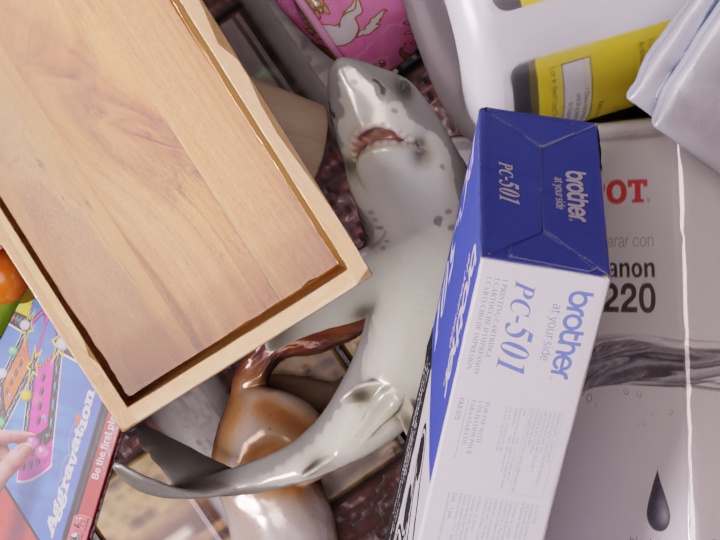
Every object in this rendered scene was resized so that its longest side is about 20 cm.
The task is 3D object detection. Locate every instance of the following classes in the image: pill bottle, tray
[{"bbox_3d":[0.117,-0.123,0.950,0.200,0.112,0.112,-17,91,-7],"label":"pill bottle"},{"bbox_3d":[-0.091,-0.058,0.889,0.099,0.037,0.200,-32,96,-4],"label":"tray"}]

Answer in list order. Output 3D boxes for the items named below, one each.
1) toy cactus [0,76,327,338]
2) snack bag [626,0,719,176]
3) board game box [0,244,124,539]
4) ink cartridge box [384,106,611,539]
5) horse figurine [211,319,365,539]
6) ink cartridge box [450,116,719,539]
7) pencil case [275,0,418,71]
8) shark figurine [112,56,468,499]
[{"bbox_3d":[-0.097,-0.058,0.961,0.165,0.102,0.200,12,89,-16],"label":"toy cactus"},{"bbox_3d":[0.204,-0.093,0.921,0.189,0.021,0.200,34,90,-36],"label":"snack bag"},{"bbox_3d":[-0.126,0.005,1.007,0.103,0.019,0.200,17,93,4],"label":"board game box"},{"bbox_3d":[0.042,0.055,0.904,0.044,0.094,0.200,9,124,-3],"label":"ink cartridge box"},{"bbox_3d":[-0.012,0.096,1.054,0.132,0.050,0.200,-5,94,-2],"label":"horse figurine"},{"bbox_3d":[0.102,0.044,0.988,0.085,0.146,0.200,-1,90,-37],"label":"ink cartridge box"},{"bbox_3d":[0.047,-0.158,1.023,0.200,0.083,0.087,-39,65,5],"label":"pencil case"},{"bbox_3d":[0.004,0.018,0.987,0.128,0.090,0.215,24,123,-11],"label":"shark figurine"}]
